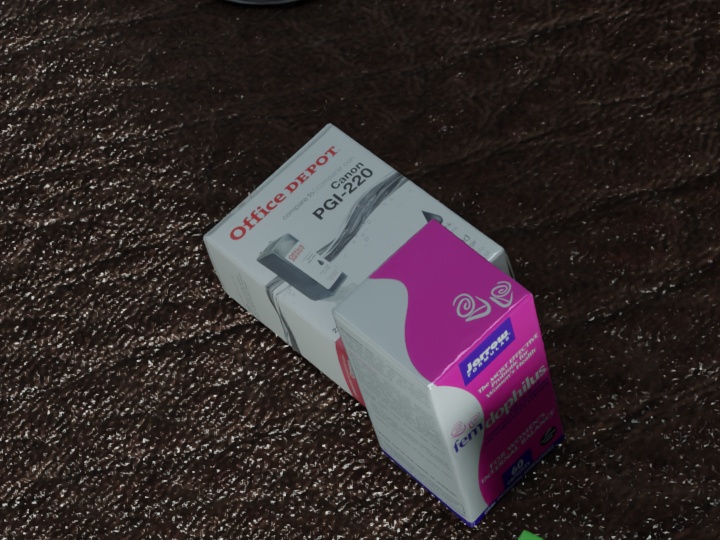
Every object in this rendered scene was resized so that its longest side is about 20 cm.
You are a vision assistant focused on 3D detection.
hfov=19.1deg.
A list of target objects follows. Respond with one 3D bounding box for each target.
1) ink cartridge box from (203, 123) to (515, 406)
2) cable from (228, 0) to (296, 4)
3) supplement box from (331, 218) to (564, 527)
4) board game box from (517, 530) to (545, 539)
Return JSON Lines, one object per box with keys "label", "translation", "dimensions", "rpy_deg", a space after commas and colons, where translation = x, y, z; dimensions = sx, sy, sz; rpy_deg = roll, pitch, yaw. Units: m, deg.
{"label": "ink cartridge box", "translation": [0.000, 0.000, 1.641], "dimensions": [0.146, 0.085, 0.200], "rpy_deg": [-43, 55, -16]}
{"label": "cable", "translation": [-0.076, -0.324, 1.892], "dimensions": [0.199, 0.069, 0.201], "rpy_deg": [-12, 55, 7]}
{"label": "supplement box", "translation": [0.064, 0.074, 1.500], "dimensions": [0.101, 0.200, 0.103], "rpy_deg": [-42, 57, -15]}
{"label": "board game box", "translation": [0.189, 0.257, 1.375], "dimensions": [0.199, 0.153, 0.040], "rpy_deg": [24, 64, 26]}
